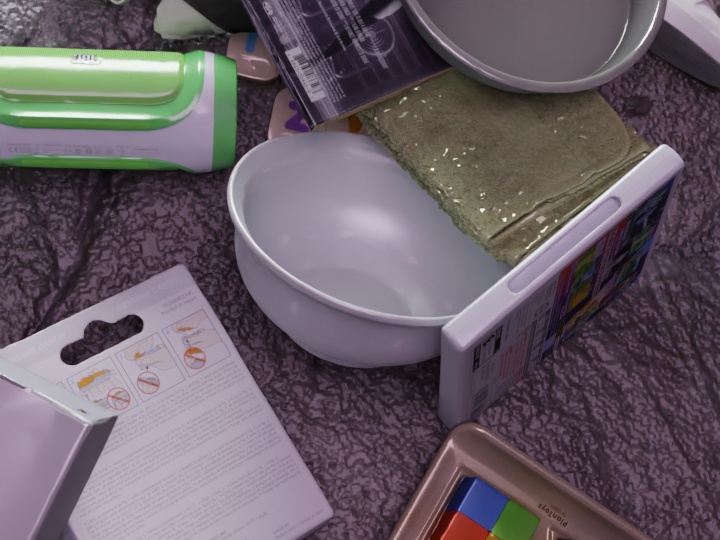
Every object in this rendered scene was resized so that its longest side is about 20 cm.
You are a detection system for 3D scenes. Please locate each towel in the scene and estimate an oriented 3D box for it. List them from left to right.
[{"bbox_3d":[0.087,-0.099,1.100,0.148,0.037,0.200,-31,61,-20],"label":"towel"}]

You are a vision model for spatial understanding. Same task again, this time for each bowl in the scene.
[{"bbox_3d":[0.000,0.000,1.080,0.200,0.091,0.201,13,35,-9],"label":"bowl"}]

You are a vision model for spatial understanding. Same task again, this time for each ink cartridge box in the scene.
[{"bbox_3d":[-0.135,0.118,1.067,0.162,0.050,0.200,-27,79,-29],"label":"ink cartridge box"}]

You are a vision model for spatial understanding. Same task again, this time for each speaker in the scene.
[{"bbox_3d":[-0.184,-0.109,1.102,0.199,0.088,0.089,1,80,-6],"label":"speaker"}]

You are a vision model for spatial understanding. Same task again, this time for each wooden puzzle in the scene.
[{"bbox_3d":[0.095,0.230,1.082,0.185,0.046,0.200,34,79,-8],"label":"wooden puzzle"}]

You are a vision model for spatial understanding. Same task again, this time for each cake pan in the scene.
[{"bbox_3d":[0.107,-0.203,1.090,0.199,0.037,0.201,6,69,-16],"label":"cake pan"}]

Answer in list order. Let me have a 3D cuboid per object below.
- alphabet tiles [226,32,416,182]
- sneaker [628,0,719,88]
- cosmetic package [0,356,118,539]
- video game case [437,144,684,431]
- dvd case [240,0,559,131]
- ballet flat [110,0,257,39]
[{"bbox_3d":[0.009,-0.165,1.169,0.199,0.015,0.196,11,79,-4],"label":"alphabet tiles"},{"bbox_3d":[0.219,-0.228,1.175,0.200,0.074,0.116,39,81,3],"label":"sneaker"},{"bbox_3d":[-0.240,0.152,0.975,0.113,0.081,0.200,28,88,5],"label":"cosmetic package"},{"bbox_3d":[0.124,0.017,1.057,0.182,0.200,0.023,-39,73,-11],"label":"video game case"},{"bbox_3d":[0.017,-0.193,1.089,0.200,0.016,0.149,-25,82,-23],"label":"dvd case"},{"bbox_3d":[-0.136,-0.204,1.137,0.200,0.068,0.069,35,105,11],"label":"ballet flat"}]
